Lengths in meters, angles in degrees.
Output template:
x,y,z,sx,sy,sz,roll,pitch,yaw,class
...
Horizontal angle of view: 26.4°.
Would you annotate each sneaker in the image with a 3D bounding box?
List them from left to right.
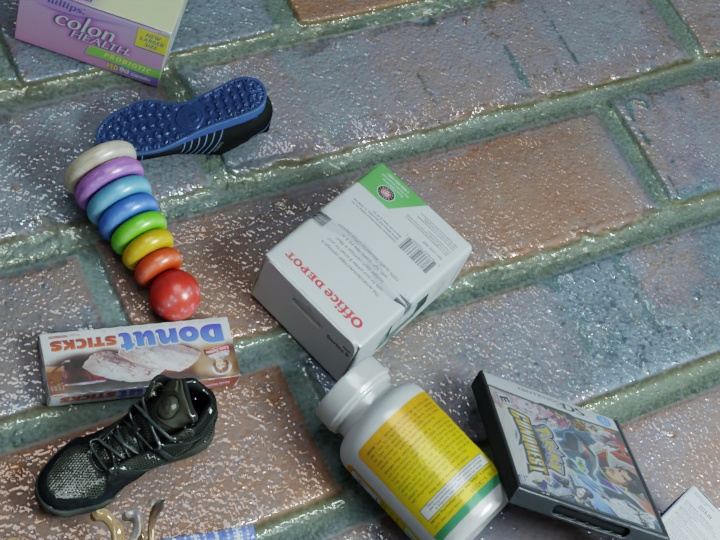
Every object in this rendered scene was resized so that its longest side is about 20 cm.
x,y,z,sx,sy,sz,roll,pitch,yaw,class
-0.221,0.160,1.470,0.198,0.115,0.077,-23,66,-27,sneaker
-0.193,-0.154,1.713,0.197,0.078,0.071,-14,64,-2,sneaker

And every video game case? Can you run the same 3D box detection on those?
x,y,z,sx,sy,sz,roll,pitch,yaw,class
0.212,0.193,1.575,0.179,0.026,0.201,21,25,-19,video game case

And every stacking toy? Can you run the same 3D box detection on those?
x,y,z,sx,sy,sz,roll,pitch,yaw,class
-0.233,-0.034,1.616,0.085,0.085,0.201,-22,74,-29,stacking toy

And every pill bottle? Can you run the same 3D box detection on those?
x,y,z,sx,sy,sz,roll,pitch,yaw,class
0.050,0.187,1.544,0.200,0.113,0.112,45,56,13,pill bottle

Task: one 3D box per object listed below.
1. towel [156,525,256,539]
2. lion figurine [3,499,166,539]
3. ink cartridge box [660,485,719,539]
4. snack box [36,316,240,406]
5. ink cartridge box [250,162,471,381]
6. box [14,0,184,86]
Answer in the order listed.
x,y,z,sx,sy,sz,roll,pitch,yaw,class
-0.178,0.317,1.437,0.197,0.024,0.146,-4,61,-21,towel
-0.251,0.288,1.373,0.198,0.073,0.124,-18,73,-13,lion figurine
0.339,0.321,1.580,0.199,0.077,0.137,-36,75,-32,ink cartridge box
-0.225,0.092,1.564,0.197,0.024,0.073,-5,59,-21,snack box
0.000,0.000,1.663,0.146,0.084,0.200,44,56,11,ink cartridge box
-0.284,-0.340,1.777,0.174,0.097,0.202,18,54,-8,box
